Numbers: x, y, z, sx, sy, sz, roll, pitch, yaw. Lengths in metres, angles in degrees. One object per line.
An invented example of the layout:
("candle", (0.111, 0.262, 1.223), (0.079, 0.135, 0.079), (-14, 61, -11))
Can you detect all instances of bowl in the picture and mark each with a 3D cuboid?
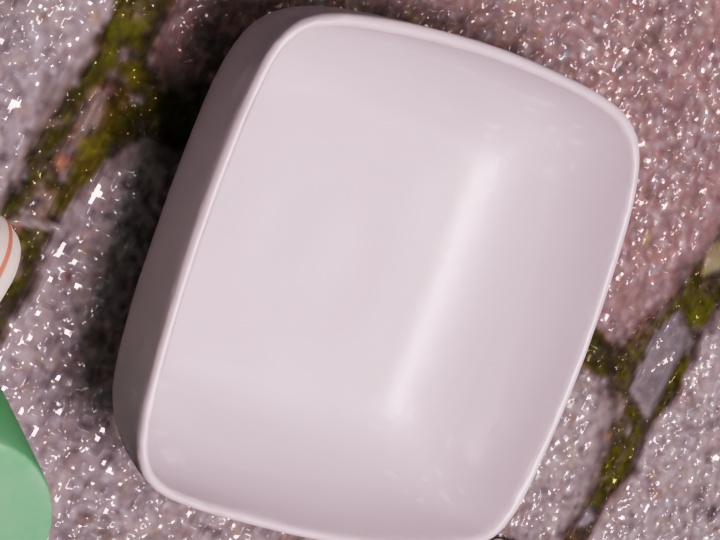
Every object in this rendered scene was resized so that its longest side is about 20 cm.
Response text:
("bowl", (0.000, 0.000, 0.914), (0.199, 0.075, 0.201), (15, 99, -36))

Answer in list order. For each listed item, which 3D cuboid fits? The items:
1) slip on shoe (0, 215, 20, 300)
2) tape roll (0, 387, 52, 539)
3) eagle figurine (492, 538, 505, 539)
("slip on shoe", (-0.206, 0.027, 0.789), (0.199, 0.074, 0.061), (-28, 118, -17))
("tape roll", (-0.201, 0.097, 0.767), (0.200, 0.048, 0.201), (-25, 153, -14))
("eagle figurine", (0.015, 0.197, 0.985), (0.199, 0.151, 0.153), (-14, 74, 3))
